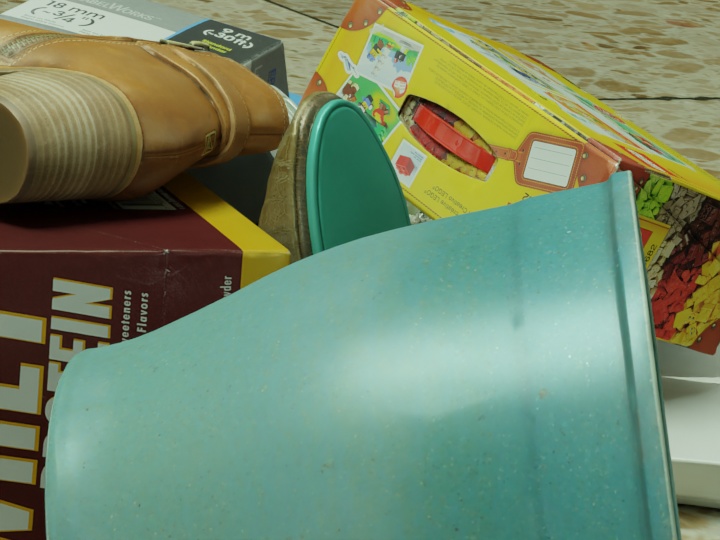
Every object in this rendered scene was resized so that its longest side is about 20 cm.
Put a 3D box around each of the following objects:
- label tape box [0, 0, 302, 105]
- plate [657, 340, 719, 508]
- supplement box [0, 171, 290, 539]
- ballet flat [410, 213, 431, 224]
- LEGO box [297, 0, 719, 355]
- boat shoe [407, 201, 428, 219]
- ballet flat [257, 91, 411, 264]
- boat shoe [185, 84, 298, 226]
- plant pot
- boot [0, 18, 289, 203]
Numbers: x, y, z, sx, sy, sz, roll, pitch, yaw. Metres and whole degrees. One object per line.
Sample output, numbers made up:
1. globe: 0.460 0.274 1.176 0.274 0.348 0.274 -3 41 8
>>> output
1. label tape box: -0.125 -0.115 1.343 0.144 0.064 0.200 18 27 20
2. plate: 0.169 0.074 1.101 0.199 0.032 0.200 7 16 3
3. supplement box: -0.159 0.030 0.937 0.199 0.133 0.197 0 16 -23
4. ballet flat: 0.001 0.002 1.215 0.072 0.072 0.200 12 17 22
5. LEGO box: 0.089 -0.050 1.162 0.149 0.077 0.200 16 17 -46
6. boat shoe: 0.059 -0.025 1.360 0.199 0.072 0.062 11 21 16
7. ballet flat: -0.004 0.024 0.944 0.072 0.201 0.068 -4 28 43
8. boat shoe: -0.004 0.002 1.039 0.202 0.075 0.086 54 34 5
9. plant pot: 0.006 0.079 0.733 0.187 0.201 0.200 -7 14 7
10. boot: -0.141 -0.078 0.959 0.200 0.074 0.154 31 27 32
